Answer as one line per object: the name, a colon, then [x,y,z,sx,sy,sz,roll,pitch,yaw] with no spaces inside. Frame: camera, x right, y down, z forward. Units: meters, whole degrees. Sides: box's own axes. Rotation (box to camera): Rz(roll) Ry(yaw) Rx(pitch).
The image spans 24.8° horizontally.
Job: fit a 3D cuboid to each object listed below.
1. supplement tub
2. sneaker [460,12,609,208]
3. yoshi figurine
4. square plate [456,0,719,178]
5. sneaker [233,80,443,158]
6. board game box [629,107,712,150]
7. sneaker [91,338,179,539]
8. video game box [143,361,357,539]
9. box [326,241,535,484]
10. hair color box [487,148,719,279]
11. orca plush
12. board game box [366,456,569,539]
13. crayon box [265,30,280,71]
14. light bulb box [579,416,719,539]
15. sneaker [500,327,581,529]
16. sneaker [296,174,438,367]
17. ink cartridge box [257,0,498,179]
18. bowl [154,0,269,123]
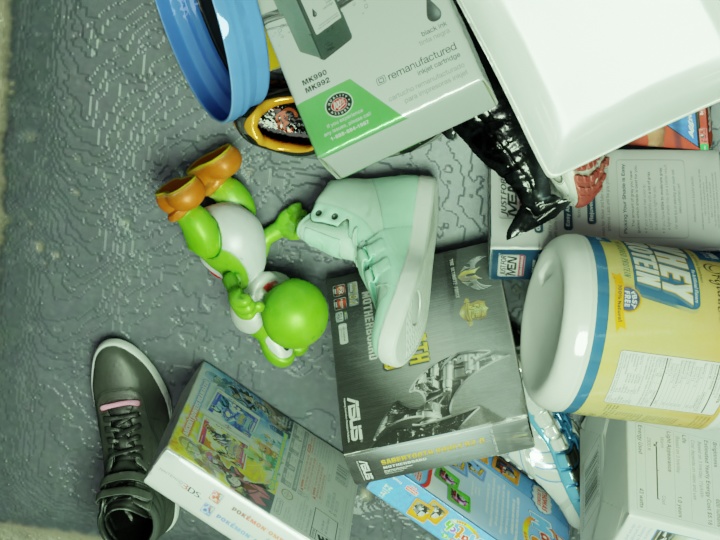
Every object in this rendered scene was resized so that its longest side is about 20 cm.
supplement tub: [0.242,0.052,1.337,0.198,0.145,0.146,7,107,-10]
sneaker: [0.143,-0.141,1.391,0.082,0.078,0.201,-35,76,35]
yoshi figurine: [-0.089,-0.007,1.442,0.112,0.112,0.201,-28,106,4]
square plate: [0.193,-0.199,1.279,0.199,0.028,0.199,-24,106,17]
sneaker: [-0.013,-0.129,1.414,0.198,0.077,0.079,-5,104,1]
board game box: [0.233,-0.185,1.354,0.102,0.020,0.201,7,136,24]
sneaker: [-0.211,0.167,1.502,0.070,0.099,0.202,-8,105,7]
video game box: [-0.090,0.179,1.447,0.182,0.200,0.047,37,107,-7]
box: [0.057,0.077,1.412,0.157,0.201,0.048,-13,137,8]
hair color box: [0.209,-0.048,1.412,0.198,0.061,0.101,1,63,3]
orca plush: [0.088,-0.120,1.345,0.105,0.071,0.201,-19,90,42]
board game box: [0.101,0.203,1.469,0.199,0.151,0.037,35,111,-7]
crayon box: [-0.020,-0.264,1.388,0.199,0.051,0.128,-22,104,9]
light bulb box: [0.301,0.192,1.412,0.198,0.199,0.125,15,134,-5]
sneaker: [0.150,0.153,1.502,0.086,0.075,0.201,-24,100,21]
sneaker: [0.000,0.000,1.406,0.117,0.201,0.074,2,138,9]
ink cartridge box: [0.001,-0.197,1.295,0.145,0.084,0.201,-25,76,8]
bowl: [-0.127,-0.222,1.336,0.039,0.200,0.202,-21,106,-16]
